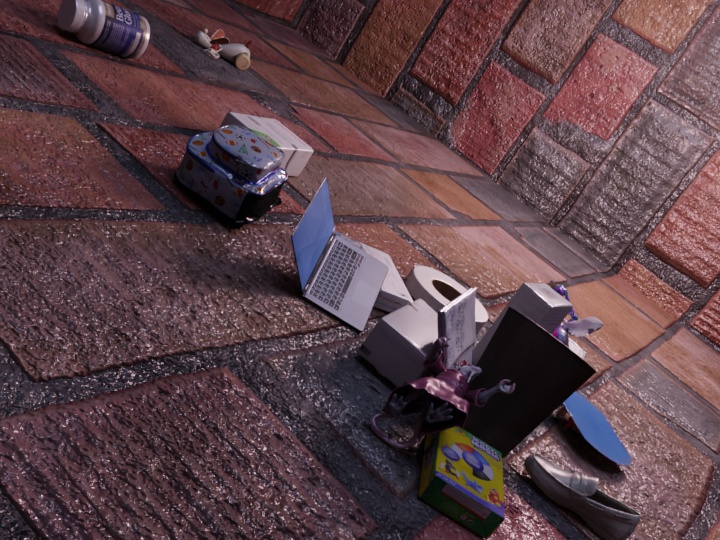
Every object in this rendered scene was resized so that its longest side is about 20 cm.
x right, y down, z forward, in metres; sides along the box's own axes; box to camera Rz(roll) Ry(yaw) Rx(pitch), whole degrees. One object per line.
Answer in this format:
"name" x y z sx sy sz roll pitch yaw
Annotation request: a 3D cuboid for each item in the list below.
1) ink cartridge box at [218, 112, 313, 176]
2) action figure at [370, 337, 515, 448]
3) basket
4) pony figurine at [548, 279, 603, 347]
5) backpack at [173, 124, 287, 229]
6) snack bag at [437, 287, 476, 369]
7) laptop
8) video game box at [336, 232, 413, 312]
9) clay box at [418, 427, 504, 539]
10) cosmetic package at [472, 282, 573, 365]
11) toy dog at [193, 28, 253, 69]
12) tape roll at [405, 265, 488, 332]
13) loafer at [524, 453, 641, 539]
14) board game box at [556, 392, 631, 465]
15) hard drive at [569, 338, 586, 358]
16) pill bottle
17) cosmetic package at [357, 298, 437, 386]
"ink cartridge box" -0.226 -0.296 1.922 0.146 0.084 0.200 41 20 18
"action figure" 0.130 0.190 1.212 0.134 0.149 0.200 41 24 13
"basket" 0.246 0.187 1.305 0.180 0.200 0.136 40 1 40
"pony figurine" 0.426 0.141 1.748 0.166 0.201 0.193 -4 20 5
"backpack" -0.250 -0.190 1.553 0.190 0.154 0.200 25 21 7
"snack bag" 0.164 0.142 1.363 0.021 0.201 0.188 4 11 22
"laptop" -0.031 -0.029 1.455 0.200 0.116 0.187 32 43 -7
"video game box" 0.000 0.000 1.632 0.182 0.047 0.200 25 21 -26
"clay box" 0.149 0.288 1.178 0.115 0.048 0.200 32 20 -3
"cosmetic package" 0.315 0.124 1.603 0.081 0.200 0.113 43 24 30
"toy dog" -0.429 -0.736 2.634 0.200 0.096 0.132 13 28 -46
"tape roll" 0.191 0.063 1.799 0.202 0.037 0.203 29 20 -11
"loafer" 0.357 0.356 1.309 0.200 0.070 0.070 35 19 5
"board game box" 0.450 0.318 1.605 0.158 0.039 0.200 27 25 -32
"hard drive" 0.454 0.165 1.975 0.200 0.038 0.140 37 19 14
"pill bottle" -0.623 -0.595 1.967 0.200 0.111 0.111 8 31 -51
"cosmetic package" 0.090 0.126 1.398 0.113 0.081 0.200 39 19 12
